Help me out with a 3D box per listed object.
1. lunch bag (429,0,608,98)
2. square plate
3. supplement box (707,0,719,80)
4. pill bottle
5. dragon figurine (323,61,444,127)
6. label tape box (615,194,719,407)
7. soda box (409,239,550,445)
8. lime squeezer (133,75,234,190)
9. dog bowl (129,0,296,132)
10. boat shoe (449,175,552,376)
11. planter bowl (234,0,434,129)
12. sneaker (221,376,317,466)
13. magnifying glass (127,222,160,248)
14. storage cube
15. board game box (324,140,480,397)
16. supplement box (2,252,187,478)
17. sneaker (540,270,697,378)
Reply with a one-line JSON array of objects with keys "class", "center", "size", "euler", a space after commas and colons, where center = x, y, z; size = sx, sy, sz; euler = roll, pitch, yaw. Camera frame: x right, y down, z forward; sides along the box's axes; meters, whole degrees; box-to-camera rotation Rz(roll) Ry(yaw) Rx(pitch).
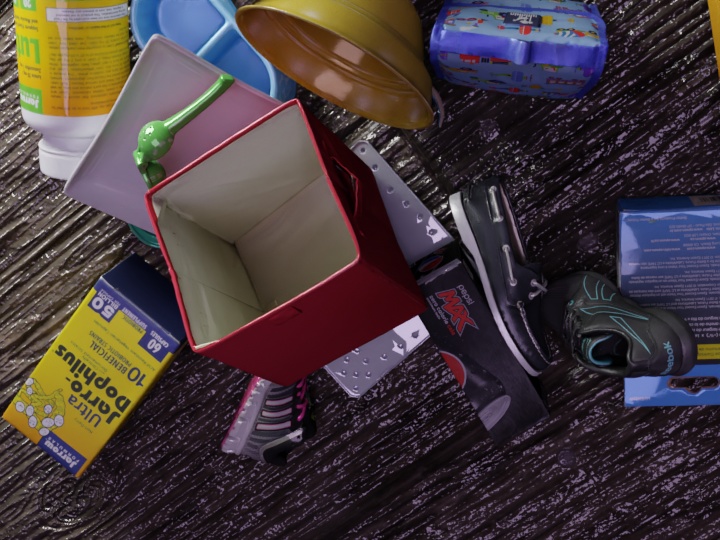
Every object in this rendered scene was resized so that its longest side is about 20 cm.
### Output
[{"class": "lunch bag", "center": [0.141, -0.200, 0.974], "size": [0.148, 0.200, 0.096], "euler": [9, 106, 5]}, {"class": "square plate", "center": [-0.165, -0.116, 1.072], "size": [0.196, 0.029, 0.201], "euler": [24, 121, -27]}, {"class": "supplement box", "center": [0.430, -0.214, 0.964], "size": [0.196, 0.133, 0.201], "euler": [-11, 102, 11]}, {"class": "pill bottle", "center": [-0.286, -0.200, 1.079], "size": [0.109, 0.111, 0.204], "euler": [5, 111, 7]}, {"class": "dragon figurine", "center": [0.003, -0.212, 1.061], "size": [0.099, 0.059, 0.201], "euler": [-33, 97, 26]}, {"class": "label tape box", "center": [0.330, 0.029, 1.077], "size": [0.141, 0.063, 0.204], "euler": [-2, 105, 9]}, {"class": "soda box", "center": [0.119, 0.075, 1.100], "size": [0.070, 0.064, 0.202], "euler": [-28, 109, 11]}, {"class": "lime squeezer", "center": [-0.186, -0.106, 1.033], "size": [0.038, 0.070, 0.202], "euler": [46, 129, 28]}, {"class": "dog bowl", "center": [-0.154, -0.223, 1.090], "size": [0.111, 0.050, 0.200], "euler": [-41, 95, 16]}, {"class": "boat shoe", "center": [0.152, 0.003, 1.072], "size": [0.060, 0.075, 0.203], "euler": [-26, 85, 19]}, {"class": "planter bowl", "center": [-0.006, -0.212, 0.956], "size": [0.198, 0.200, 0.084], "euler": [27, 84, 1]}, {"class": "sneaker", "center": [-0.076, 0.137, 1.154], "size": [0.086, 0.074, 0.201], "euler": [26, 121, -7]}, {"class": "magnifying glass", "center": [-0.199, -0.110, 1.110], "size": [0.078, 0.023, 0.203], "euler": [9, 122, -6]}, {"class": "storage cube", "center": [-0.064, -0.017, 1.005], "size": [0.198, 0.180, 0.173], "euler": [-29, 66, 13]}, {"class": "board game box", "center": [0.000, 0.000, 1.138], "size": [0.200, 0.026, 0.200], "euler": [-41, 96, 15]}, {"class": "supplement box", "center": [-0.274, 0.101, 1.160], "size": [0.108, 0.110, 0.201], "euler": [38, 107, -3]}, {"class": "sneaker", "center": [0.229, 0.053, 1.037], "size": [0.078, 0.199, 0.077], "euler": [-15, 109, -27]}]
